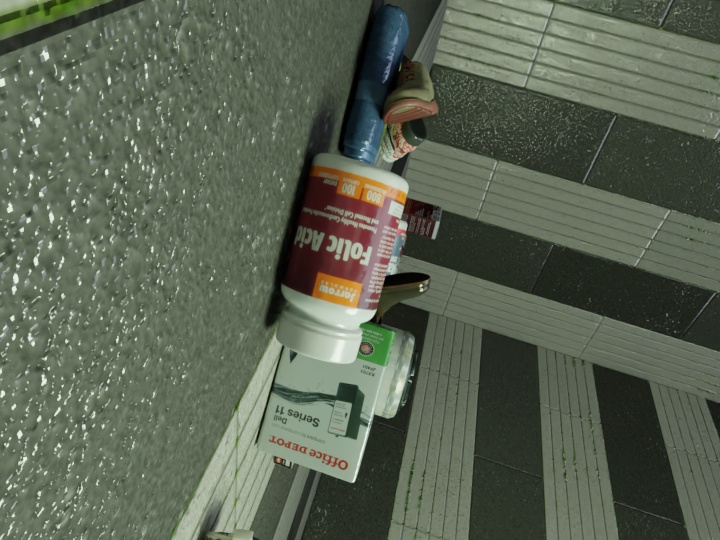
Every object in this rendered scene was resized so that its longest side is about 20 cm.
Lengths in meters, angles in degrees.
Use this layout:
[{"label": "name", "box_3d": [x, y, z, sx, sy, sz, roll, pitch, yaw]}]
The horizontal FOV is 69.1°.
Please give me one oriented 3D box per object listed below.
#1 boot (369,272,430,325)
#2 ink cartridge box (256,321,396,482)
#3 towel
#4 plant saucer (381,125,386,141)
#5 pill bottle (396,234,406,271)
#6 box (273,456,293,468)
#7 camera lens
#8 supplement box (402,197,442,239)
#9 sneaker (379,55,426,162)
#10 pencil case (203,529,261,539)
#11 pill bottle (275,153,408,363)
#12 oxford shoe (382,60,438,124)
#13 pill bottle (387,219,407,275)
[{"label": "boot", "box_3d": [0.025, 0.067, 0.795, 0.075, 0.195, 0.100, -35, 110, -63]}, {"label": "ink cartridge box", "box_3d": [-0.043, 0.161, 0.717, 0.083, 0.142, 0.206, 44, 61, -83]}, {"label": "towel", "box_3d": [0.018, -0.247, 0.719, 0.112, 0.047, 0.206, -46, 151, -81]}, {"label": "plant saucer", "box_3d": [0.033, -0.290, 0.875, 0.200, 0.030, 0.206, 15, 89, -86]}, {"label": "pill bottle", "box_3d": [0.097, -0.054, 1.960, 0.113, 0.110, 0.205, 90, 17, -74]}, {"label": "box", "box_3d": [-0.102, 0.218, 0.876, 0.111, 0.034, 0.205, -67, 171, -59]}, {"label": "camera lens", "box_3d": [0.002, 0.174, 0.986, 0.160, 0.194, 0.165, 16, 90, -85]}, {"label": "supplement box", "box_3d": [0.141, -0.169, 1.561, 0.110, 0.194, 0.062, -67, 171, -57]}, {"label": "sneaker", "box_3d": [0.063, -0.314, 1.018, 0.107, 0.066, 0.207, -29, -119, 45]}, {"label": "pencil case", "box_3d": [-0.148, 0.359, 0.508, 0.090, 0.076, 0.205, 130, -20, -63]}, {"label": "pill bottle", "box_3d": [-0.024, -0.012, 0.574, 0.114, 0.111, 0.206, -20, 125, -84]}, {"label": "oxford shoe", "box_3d": [0.063, -0.243, 0.710, 0.200, 0.068, 0.077, -56, 136, -70]}, {"label": "pill bottle", "box_3d": [0.000, 0.000, 0.890, 0.120, 0.116, 0.206, -36, 142, -83]}]
